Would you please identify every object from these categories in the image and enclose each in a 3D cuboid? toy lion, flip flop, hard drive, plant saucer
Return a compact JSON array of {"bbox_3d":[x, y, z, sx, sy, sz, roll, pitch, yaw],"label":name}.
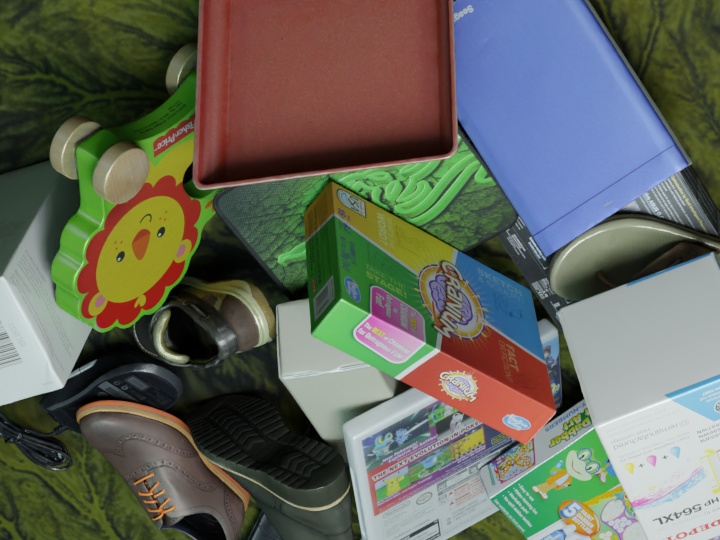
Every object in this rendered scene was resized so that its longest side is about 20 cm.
[{"bbox_3d":[-0.164,-0.053,1.498,0.069,0.200,0.192,29,140,29],"label":"toy lion"},{"bbox_3d":[0.246,0.010,1.483,0.199,0.058,0.081,11,124,-1],"label":"flip flop"},{"bbox_3d":[0.141,-0.130,1.439,0.132,0.025,0.200,-33,88,23],"label":"hard drive"},{"bbox_3d":[-0.023,-0.152,1.423,0.199,0.201,0.037,-7,153,13],"label":"plant saucer"}]

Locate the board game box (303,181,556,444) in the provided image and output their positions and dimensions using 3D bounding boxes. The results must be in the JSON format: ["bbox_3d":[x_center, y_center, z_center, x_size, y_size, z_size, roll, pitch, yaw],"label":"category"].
[{"bbox_3d":[0.051,0.031,1.452,0.199,0.153,0.040,28,120,-23],"label":"board game box"}]

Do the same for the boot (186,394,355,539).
[{"bbox_3d":[-0.073,0.200,1.646,0.077,0.200,0.139,-29,124,-22],"label":"boot"}]

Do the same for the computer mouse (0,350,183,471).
[{"bbox_3d":[-0.259,0.101,1.678,0.200,0.046,0.140,-31,132,34],"label":"computer mouse"}]

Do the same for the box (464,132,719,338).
[{"bbox_3d":[0.188,-0.051,1.516,0.157,0.050,0.200,-27,115,23],"label":"box"}]

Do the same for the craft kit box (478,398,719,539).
[{"bbox_3d":[0.235,0.185,1.617,0.197,0.049,0.200,-38,121,9],"label":"craft kit box"}]

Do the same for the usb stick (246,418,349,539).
[{"bbox_3d":[-0.054,0.205,1.729,0.055,0.033,0.200,26,123,0],"label":"usb stick"}]

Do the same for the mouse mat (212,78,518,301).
[{"bbox_3d":[0.005,-0.048,1.490,0.200,0.008,0.161,-30,121,17],"label":"mouse mat"}]

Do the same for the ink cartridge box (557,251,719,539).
[{"bbox_3d":[0.250,0.112,1.459,0.128,0.126,0.200,-22,132,9],"label":"ink cartridge box"}]

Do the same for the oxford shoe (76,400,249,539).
[{"bbox_3d":[-0.173,0.182,1.681,0.071,0.073,0.200,-28,129,33],"label":"oxford shoe"}]

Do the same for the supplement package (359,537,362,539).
[{"bbox_3d":[0.040,0.385,1.731,0.200,0.192,0.147,31,121,-11],"label":"supplement package"}]

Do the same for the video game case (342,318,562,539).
[{"bbox_3d":[0.083,0.149,1.591,0.199,0.023,0.183,-26,136,-17],"label":"video game case"}]

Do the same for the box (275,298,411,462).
[{"bbox_3d":[-0.007,0.091,1.569,0.082,0.069,0.200,-9,153,8],"label":"box"}]

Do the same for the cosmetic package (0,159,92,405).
[{"bbox_3d":[-0.267,0.005,1.536,0.081,0.200,0.113,-15,116,17],"label":"cosmetic package"}]

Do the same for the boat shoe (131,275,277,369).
[{"bbox_3d":[-0.145,0.045,1.570,0.200,0.065,0.073,-13,101,57],"label":"boat shoe"}]
